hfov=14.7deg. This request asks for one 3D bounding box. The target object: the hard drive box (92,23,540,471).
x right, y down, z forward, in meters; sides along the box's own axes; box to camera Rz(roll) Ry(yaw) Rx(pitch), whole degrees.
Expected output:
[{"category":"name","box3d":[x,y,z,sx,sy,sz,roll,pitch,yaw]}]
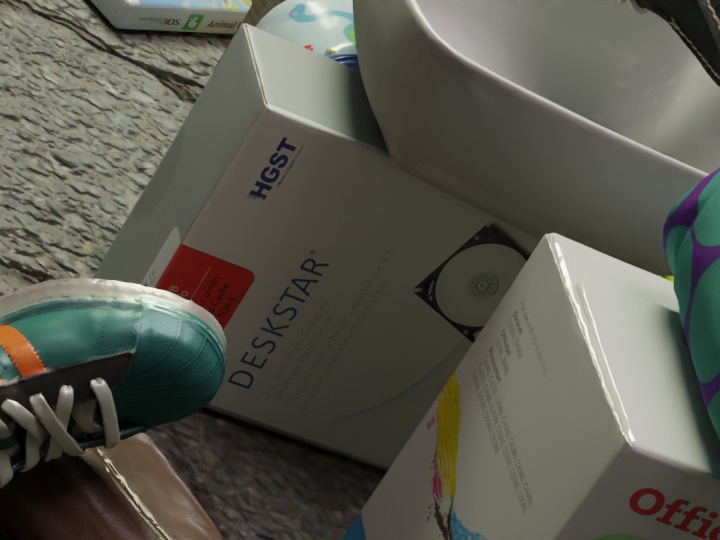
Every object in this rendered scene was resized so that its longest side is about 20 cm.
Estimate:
[{"category":"hard drive box","box3d":[0.000,0.000,1.278,0.199,0.156,0.077,20,28,-23]}]

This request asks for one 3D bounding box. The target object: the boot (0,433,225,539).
[{"category":"boot","box3d":[-0.114,0.116,1.054,0.186,0.064,0.200,7,34,-48]}]

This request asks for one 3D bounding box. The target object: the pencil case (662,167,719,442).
[{"category":"pencil case","box3d":[0.172,0.036,1.029,0.092,0.085,0.200,8,34,-13]}]

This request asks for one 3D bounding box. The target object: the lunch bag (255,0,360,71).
[{"category":"lunch bag","box3d":[0.015,-0.045,1.369,0.199,0.161,0.083,14,30,-36]}]

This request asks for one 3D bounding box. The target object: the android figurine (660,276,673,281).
[{"category":"android figurine","box3d":[0.144,0.077,1.354,0.181,0.041,0.200,-7,40,0]}]

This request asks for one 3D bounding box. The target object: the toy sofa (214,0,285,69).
[{"category":"toy sofa","box3d":[0.024,-0.090,1.534,0.200,0.098,0.083,44,28,23]}]

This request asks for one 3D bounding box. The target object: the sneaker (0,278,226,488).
[{"category":"sneaker","box3d":[-0.148,0.057,1.048,0.199,0.072,0.080,-6,44,-1]}]

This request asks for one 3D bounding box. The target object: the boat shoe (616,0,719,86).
[{"category":"boat shoe","box3d":[0.129,-0.154,1.284,0.060,0.074,0.201,-18,60,-9]}]

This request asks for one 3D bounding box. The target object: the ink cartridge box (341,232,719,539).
[{"category":"ink cartridge box","box3d":[0.098,0.120,1.125,0.146,0.200,0.146,21,28,-22]}]

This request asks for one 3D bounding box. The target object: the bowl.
[{"category":"bowl","box3d":[0.080,-0.078,1.240,0.199,0.075,0.200,24,26,-18]}]

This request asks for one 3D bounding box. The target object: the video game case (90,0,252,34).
[{"category":"video game case","box3d":[-0.133,-0.207,1.646,0.182,0.022,0.200,-3,43,-51]}]
